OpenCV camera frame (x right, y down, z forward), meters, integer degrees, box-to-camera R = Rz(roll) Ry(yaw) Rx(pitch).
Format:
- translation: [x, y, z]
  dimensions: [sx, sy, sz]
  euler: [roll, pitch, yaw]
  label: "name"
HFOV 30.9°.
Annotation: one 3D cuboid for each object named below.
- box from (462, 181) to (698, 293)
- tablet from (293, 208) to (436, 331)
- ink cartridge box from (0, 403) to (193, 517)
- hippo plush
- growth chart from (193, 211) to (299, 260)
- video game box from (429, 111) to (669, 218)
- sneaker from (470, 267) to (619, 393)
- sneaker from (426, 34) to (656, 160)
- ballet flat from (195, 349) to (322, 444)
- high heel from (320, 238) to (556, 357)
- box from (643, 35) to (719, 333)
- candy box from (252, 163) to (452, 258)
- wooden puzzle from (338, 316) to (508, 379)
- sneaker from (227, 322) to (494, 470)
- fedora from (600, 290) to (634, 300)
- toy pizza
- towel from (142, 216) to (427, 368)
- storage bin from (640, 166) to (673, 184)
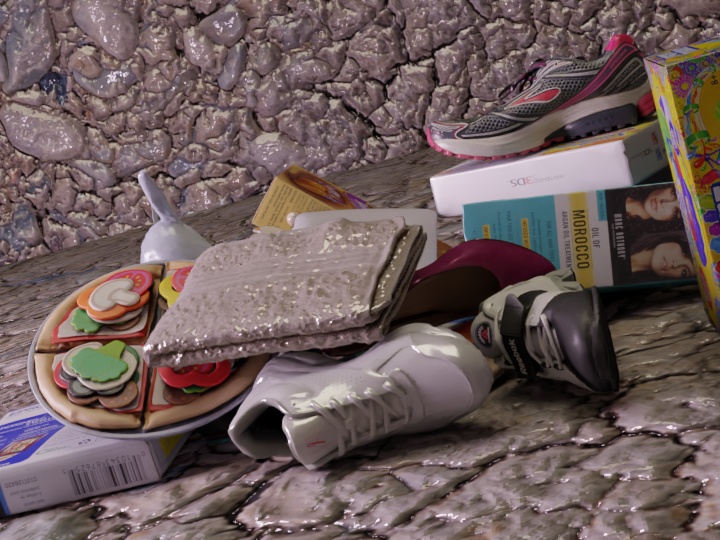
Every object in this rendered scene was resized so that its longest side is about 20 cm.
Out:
- translation: [0.187, -0.022, 1.067]
  dimensions: [0.199, 0.083, 0.049]
  euler: [-6, -6, 11]
  label: "box"
- translation: [0.000, 0.000, 1.103]
  dimensions: [0.130, 0.014, 0.200]
  euler: [-2, 33, 5]
  label: "tablet"
- translation: [-0.234, 0.141, 1.069]
  dimensions: [0.197, 0.047, 0.200]
  euler: [-16, 8, 10]
  label: "ink cartridge box"
- translation: [-0.129, 0.018, 1.265]
  dimensions: [0.160, 0.201, 0.159]
  euler: [2, -7, 1]
  label: "hippo plush"
- translation: [-0.078, 0.010, 1.120]
  dimensions: [0.145, 0.018, 0.200]
  euler: [28, 38, 28]
  label: "growth chart"
- translation: [0.192, -0.102, 1.179]
  dimensions: [0.200, 0.047, 0.182]
  euler: [-9, 14, 39]
  label: "video game box"
- translation: [0.124, 0.048, 0.900]
  dimensions: [0.088, 0.074, 0.200]
  euler: [-12, 6, 0]
  label: "sneaker"
- translation: [0.154, -0.146, 1.137]
  dimensions: [0.199, 0.075, 0.081]
  euler: [-16, 10, 7]
  label: "sneaker"
- translation: [-0.084, 0.079, 1.093]
  dimensions: [0.068, 0.069, 0.200]
  euler: [-15, 9, 20]
  label: "ballet flat"
- translation: [0.059, 0.031, 0.985]
  dimensions: [0.199, 0.068, 0.096]
  euler: [-8, 35, -4]
  label: "high heel"
- translation: [0.318, -0.074, 0.899]
  dimensions: [0.192, 0.201, 0.122]
  euler: [-15, 10, 9]
  label: "box"
- translation: [0.002, -0.031, 1.273]
  dimensions: [0.200, 0.057, 0.117]
  euler: [29, 12, -1]
  label: "candy box"
- translation: [0.059, 0.062, 1.046]
  dimensions: [0.185, 0.037, 0.200]
  euler: [-7, 13, 46]
  label: "wooden puzzle"
- translation: [-0.004, 0.098, 0.882]
  dimensions: [0.200, 0.078, 0.099]
  euler: [-17, 18, 33]
  label: "sneaker"
- translation: [0.189, -0.029, 1.176]
  dimensions: [0.200, 0.092, 0.201]
  euler: [-15, 9, 2]
  label: "fedora"
- translation: [-0.161, 0.051, 1.013]
  dimensions: [0.200, 0.032, 0.200]
  euler: [-3, 41, 3]
  label: "toy pizza"
- translation: [-0.055, 0.014, 0.951]
  dimensions: [0.199, 0.035, 0.133]
  euler: [-10, 30, 24]
  label: "towel"
- translation: [0.270, -0.097, 1.383]
  dimensions: [0.199, 0.146, 0.135]
  euler: [-12, 37, 23]
  label: "storage bin"
